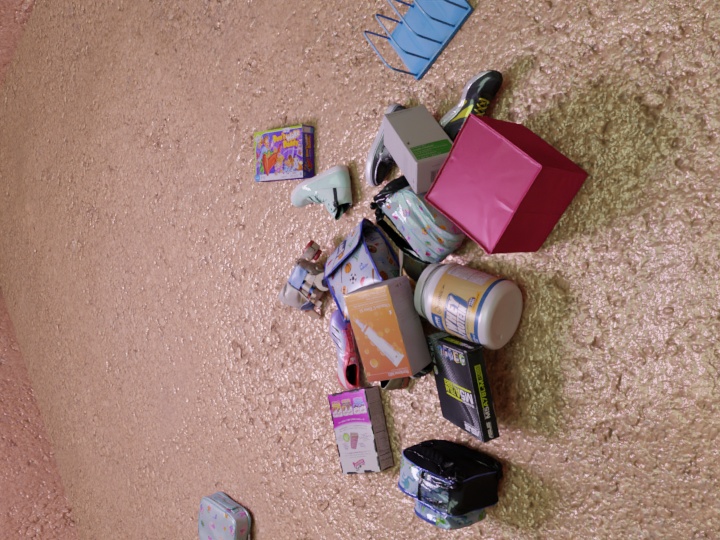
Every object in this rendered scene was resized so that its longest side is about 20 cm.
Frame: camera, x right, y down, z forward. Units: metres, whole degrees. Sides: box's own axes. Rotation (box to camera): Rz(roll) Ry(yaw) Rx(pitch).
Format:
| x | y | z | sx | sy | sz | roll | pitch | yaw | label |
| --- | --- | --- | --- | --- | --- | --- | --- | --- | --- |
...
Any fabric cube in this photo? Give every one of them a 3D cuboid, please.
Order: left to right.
| x | y | z | sx | sy | sz | roll | pitch | yaw | label |
| --- | --- | --- | --- | --- | --- | --- | --- | --- | --- |
| 0.285 | -0.166 | 1.426 | 0.196 | 0.197 | 0.202 | 45 | 120 | 29 | fabric cube |

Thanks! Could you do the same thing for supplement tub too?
| x | y | z | sx | sy | sz | roll | pitch | yaw | label |
| --- | --- | --- | --- | --- | --- | --- | --- | --- | --- |
| 0.226 | 0.069 | 1.529 | 0.198 | 0.143 | 0.148 | 20 | 106 | 39 | supplement tub |

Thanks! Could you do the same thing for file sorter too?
| x | y | z | sx | sy | sz | roll | pitch | yaw | label |
| --- | --- | --- | --- | --- | --- | --- | --- | --- | --- |
| 0.121 | -0.555 | 1.604 | 0.200 | 0.121 | 0.140 | -48 | 63 | 32 | file sorter |

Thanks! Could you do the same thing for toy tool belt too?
| x | y | z | sx | sy | sz | roll | pitch | yaw | label |
| --- | --- | --- | --- | --- | --- | --- | --- | --- | --- |
| -0.121 | 0.030 | 1.880 | 0.122 | 0.125 | 0.202 | 32 | 121 | 1 | toy tool belt |

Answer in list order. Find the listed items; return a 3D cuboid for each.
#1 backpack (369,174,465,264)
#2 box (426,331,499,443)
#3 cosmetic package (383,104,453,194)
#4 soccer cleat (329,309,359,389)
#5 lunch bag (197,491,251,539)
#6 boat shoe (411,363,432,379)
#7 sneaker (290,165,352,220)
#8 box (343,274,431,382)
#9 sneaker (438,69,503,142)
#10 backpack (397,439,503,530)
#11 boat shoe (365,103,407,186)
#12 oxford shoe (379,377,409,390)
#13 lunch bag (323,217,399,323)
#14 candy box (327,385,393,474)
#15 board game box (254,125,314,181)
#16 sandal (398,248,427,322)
| x | y | z | sx | sy | sz | roll | pitch | yaw | label |
| --- | --- | --- | --- | --- | --- | --- | --- | --- | --- |
| 0.138 | -0.115 | 1.593 | 0.201 | 0.166 | 0.127 | 54 | 135 | 11 | backpack |
| 0.213 | 0.241 | 1.533 | 0.200 | 0.047 | 0.198 | -165 | 63 | -71 | box |
| 0.130 | -0.265 | 1.570 | 0.086 | 0.105 | 0.202 | 87 | 162 | -45 | cosmetic package |
| -0.034 | 0.199 | 1.820 | 0.076 | 0.065 | 0.205 | 4 | 101 | 60 | soccer cleat |
| -0.410 | 0.773 | 2.194 | 0.197 | 0.076 | 0.164 | 15 | 101 | 41 | lunch bag |
| 0.103 | 0.152 | 1.670 | 0.202 | 0.071 | 0.068 | 60 | 160 | 5 | boat shoe |
| -0.102 | -0.176 | 1.857 | 0.198 | 0.073 | 0.121 | -25 | 70 | 38 | sneaker |
| 0.060 | 0.129 | 1.592 | 0.123 | 0.097 | 0.204 | -15 | 94 | 34 | box |
| 0.242 | -0.331 | 1.532 | 0.201 | 0.073 | 0.086 | -52 | 43 | 41 | sneaker |
| 0.182 | 0.461 | 1.568 | 0.198 | 0.181 | 0.151 | 16 | 102 | 45 | backpack |
| 0.073 | -0.288 | 1.705 | 0.066 | 0.069 | 0.204 | 31 | 105 | 38 | boat shoe |
| 0.077 | 0.185 | 1.717 | 0.069 | 0.074 | 0.205 | -4 | 88 | 42 | oxford shoe |
| 0.000 | 0.000 | 1.750 | 0.170 | 0.122 | 0.203 | -45 | 53 | 32 | lunch bag |
| 0.000 | 0.400 | 1.810 | 0.135 | 0.060 | 0.205 | -17 | 81 | 41 | candy box |
| -0.210 | -0.315 | 1.970 | 0.197 | 0.044 | 0.138 | 1 | 93 | 42 | board game box |
| 0.128 | 0.017 | 1.655 | 0.054 | 0.079 | 0.205 | 164 | 104 | -64 | sandal |
